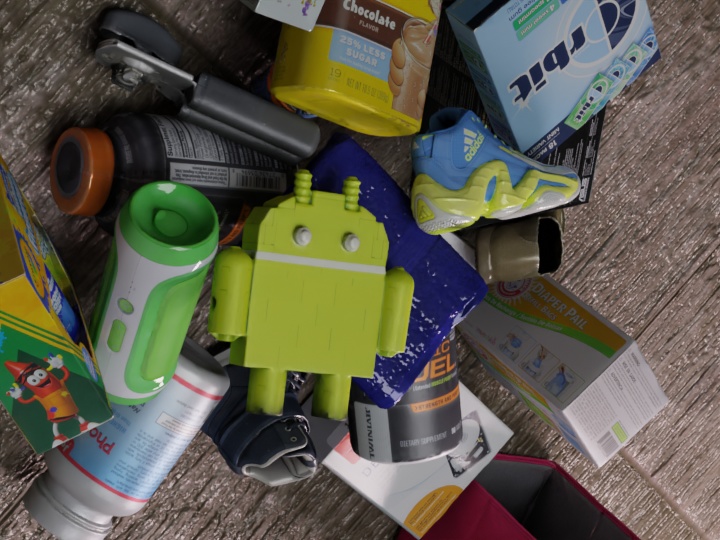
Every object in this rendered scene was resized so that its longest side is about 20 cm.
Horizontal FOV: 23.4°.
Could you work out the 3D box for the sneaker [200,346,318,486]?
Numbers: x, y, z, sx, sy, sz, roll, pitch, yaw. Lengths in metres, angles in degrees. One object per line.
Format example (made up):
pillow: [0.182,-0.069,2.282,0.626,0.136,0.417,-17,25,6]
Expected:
sneaker: [-0.056,0.110,1.629,0.202,0.146,0.077,-37,147,-9]

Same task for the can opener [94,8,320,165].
can opener: [-0.123,-0.155,1.430,0.199,0.053,0.067,23,69,-20]

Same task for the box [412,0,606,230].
box: [0.148,-0.156,1.654,0.163,0.086,0.201,-13,125,-31]

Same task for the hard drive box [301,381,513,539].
hard drive box: [0.042,0.163,1.792,0.156,0.077,0.200,-48,134,-1]

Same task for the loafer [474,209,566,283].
loafer: [0.171,-0.026,1.716,0.200,0.067,0.077,-36,128,-61]

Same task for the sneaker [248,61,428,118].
sneaker: [-0.019,-0.174,1.535,0.199,0.078,0.076,-12,93,-41]

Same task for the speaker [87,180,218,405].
speaker: [-0.173,0.021,1.415,0.088,0.089,0.201,-12,145,-31]

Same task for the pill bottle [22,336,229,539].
pill bottle: [-0.215,0.148,1.567,0.109,0.109,0.200,31,97,-44]

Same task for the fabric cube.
fabric cube: [0.166,0.337,1.911,0.195,0.200,0.200,13,110,-42]

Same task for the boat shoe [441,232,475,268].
boat shoe: [0.045,-0.025,1.674,0.199,0.072,0.068,27,98,-41]

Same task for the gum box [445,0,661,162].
gum box: [0.174,-0.208,1.532,0.170,0.045,0.200,-41,142,-8]

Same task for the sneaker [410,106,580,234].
sneaker: [0.116,-0.096,1.511,0.199,0.075,0.106,-13,89,-48]

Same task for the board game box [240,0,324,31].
board game box: [-0.053,-0.310,1.363,0.064,0.148,0.201,13,109,-38]

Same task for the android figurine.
android figurine: [-0.039,0.020,1.415,0.181,0.041,0.201,9,90,-29]

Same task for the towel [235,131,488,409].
towel: [0.000,0.000,1.486,0.200,0.049,0.148,47,73,-19]

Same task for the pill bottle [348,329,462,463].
pill bottle: [0.034,0.067,1.597,0.106,0.106,0.201,-14,107,-29]

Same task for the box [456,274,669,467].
box: [0.199,0.088,1.773,0.101,0.200,0.113,-42,133,-7]

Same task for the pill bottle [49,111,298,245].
pill bottle: [-0.159,-0.077,1.465,0.199,0.106,0.107,3,116,-37]

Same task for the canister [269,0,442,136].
canister: [0.005,-0.226,1.445,0.148,0.086,0.201,17,79,-43]

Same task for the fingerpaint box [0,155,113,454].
fingerpaint box: [-0.273,0.013,1.364,0.073,0.200,0.167,-25,131,-2]
